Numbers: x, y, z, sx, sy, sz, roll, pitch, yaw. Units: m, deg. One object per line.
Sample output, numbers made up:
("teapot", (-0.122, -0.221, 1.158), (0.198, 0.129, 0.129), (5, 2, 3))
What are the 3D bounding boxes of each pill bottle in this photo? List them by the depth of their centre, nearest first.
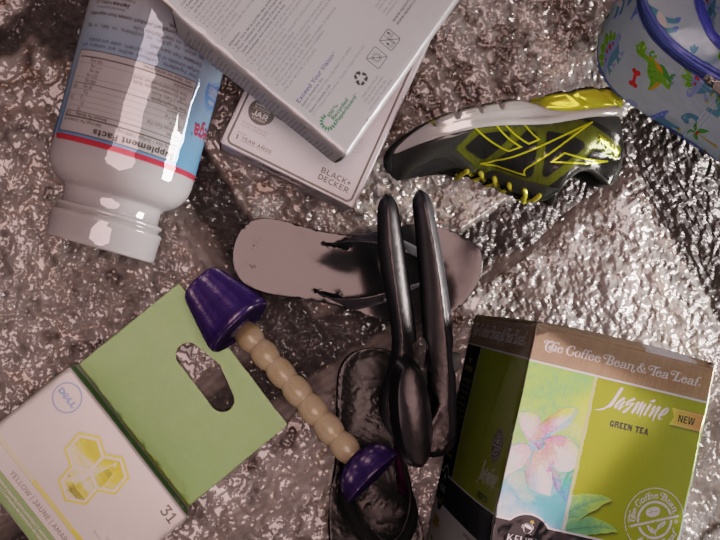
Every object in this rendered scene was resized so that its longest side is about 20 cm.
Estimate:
("pill bottle", (-0.164, -0.114, 0.903), (0.107, 0.109, 0.203), (15, 88, -6))

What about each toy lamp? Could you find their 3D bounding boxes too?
("toy lamp", (-0.056, 0.080, 0.923), (0.058, 0.058, 0.200), (-43, 78, -5))

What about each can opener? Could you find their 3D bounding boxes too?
("can opener", (0.045, 0.042, 0.917), (0.062, 0.079, 0.204), (-1, 88, -17))

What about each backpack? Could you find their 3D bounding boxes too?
("backpack", (0.293, -0.184, 0.924), (0.198, 0.147, 0.184), (28, 59, 4))

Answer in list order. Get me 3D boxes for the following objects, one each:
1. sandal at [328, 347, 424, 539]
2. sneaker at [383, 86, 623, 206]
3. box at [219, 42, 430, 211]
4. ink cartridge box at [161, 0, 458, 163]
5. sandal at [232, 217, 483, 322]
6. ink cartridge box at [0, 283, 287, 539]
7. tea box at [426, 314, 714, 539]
("sandal", (0.010, 0.162, 0.950), (0.074, 0.048, 0.204), (-5, 89, -7))
("sneaker", (0.117, -0.087, 0.951), (0.197, 0.074, 0.086), (-12, 91, -6))
("box", (-0.016, -0.161, 0.944), (0.115, 0.060, 0.202), (24, 87, -6))
("ink cartridge box", (-0.035, -0.215, 0.871), (0.199, 0.043, 0.197), (39, 76, -9))
("sandal", (0.000, 0.001, 0.953), (0.197, 0.043, 0.077), (2, 89, -6))
("ink cartridge box", (-0.174, 0.128, 0.932), (0.199, 0.048, 0.146), (-39, 93, -3))
("tea box", (0.141, 0.141, 0.889), (0.131, 0.200, 0.200), (12, 89, -6))
